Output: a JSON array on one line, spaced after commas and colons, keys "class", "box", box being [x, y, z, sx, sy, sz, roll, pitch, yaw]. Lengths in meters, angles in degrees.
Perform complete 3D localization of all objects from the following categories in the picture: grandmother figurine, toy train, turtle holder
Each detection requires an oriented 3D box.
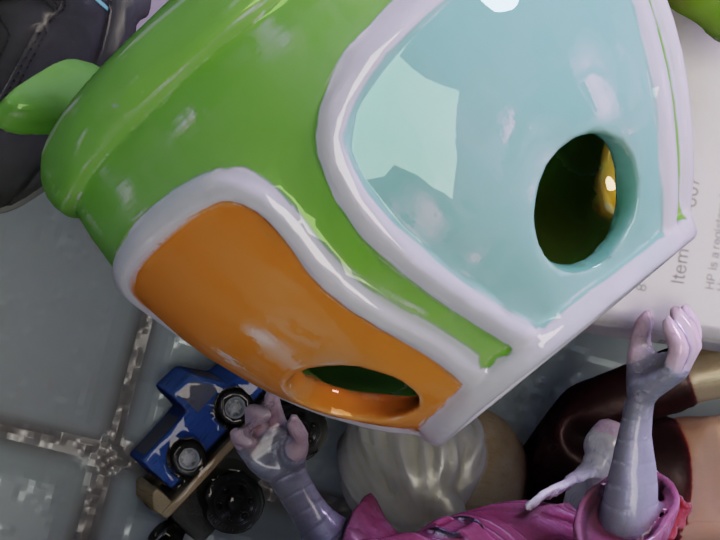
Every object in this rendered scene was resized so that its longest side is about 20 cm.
[{"class": "grandmother figurine", "box": [0.088, 0.067, 0.878, 0.200, 0.061, 0.121, 6, 111, -19]}, {"class": "toy train", "box": [0.000, 0.000, 0.857, 0.046, 0.034, 0.200, 43, 81, -13]}, {"class": "turtle holder", "box": [0.018, -0.041, 0.702, 0.132, 0.141, 0.185, 50, 37, 5]}]

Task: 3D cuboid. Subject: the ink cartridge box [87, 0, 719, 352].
[{"class": "ink cartridge box", "box": [0.038, -0.060, 0.800, 0.200, 0.084, 0.146, 9, 88, 5]}]

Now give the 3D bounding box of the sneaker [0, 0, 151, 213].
[{"class": "sneaker", "box": [-0.091, -0.114, 0.747, 0.079, 0.075, 0.200, 10, 97, -34]}]

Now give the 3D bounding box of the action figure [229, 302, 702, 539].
[{"class": "action figure", "box": [0.027, 0.095, 0.752, 0.200, 0.134, 0.149, -16, 92, -45]}]
